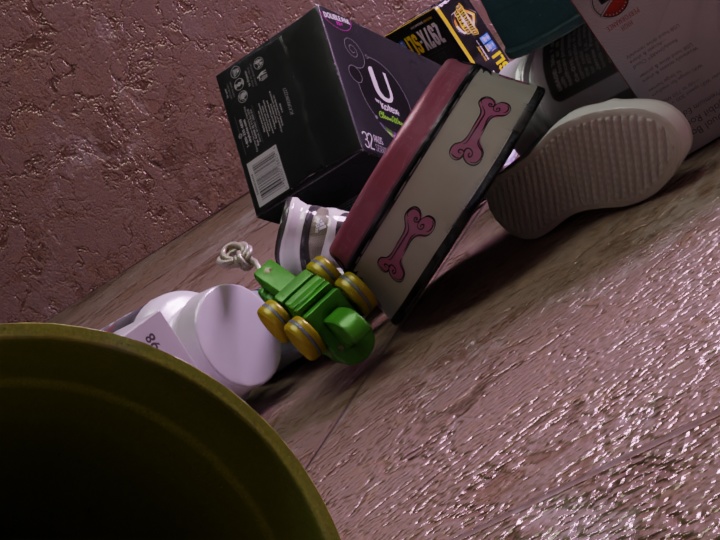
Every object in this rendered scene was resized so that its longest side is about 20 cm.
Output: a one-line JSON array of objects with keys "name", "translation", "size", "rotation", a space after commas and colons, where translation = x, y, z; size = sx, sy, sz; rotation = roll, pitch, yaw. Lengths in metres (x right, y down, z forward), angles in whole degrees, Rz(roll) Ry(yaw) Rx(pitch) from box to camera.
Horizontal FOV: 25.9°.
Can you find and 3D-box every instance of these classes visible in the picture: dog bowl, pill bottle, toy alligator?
[{"name": "dog bowl", "translation": [0.050, -0.064, 1.125], "size": [0.201, 0.074, 0.200], "rotation": [-58, 0, 1]}, {"name": "pill bottle", "translation": [0.203, -0.154, 1.169], "size": [0.200, 0.114, 0.114], "rotation": [-26, 11, 44]}, {"name": "toy alligator", "translation": [-0.039, 0.027, 1.105], "size": [0.059, 0.054, 0.200], "rotation": [-41, 32, -14]}, {"name": "pill bottle", "translation": [-0.154, 0.081, 1.220], "size": [0.200, 0.111, 0.111], "rotation": [-27, 11, 42]}]

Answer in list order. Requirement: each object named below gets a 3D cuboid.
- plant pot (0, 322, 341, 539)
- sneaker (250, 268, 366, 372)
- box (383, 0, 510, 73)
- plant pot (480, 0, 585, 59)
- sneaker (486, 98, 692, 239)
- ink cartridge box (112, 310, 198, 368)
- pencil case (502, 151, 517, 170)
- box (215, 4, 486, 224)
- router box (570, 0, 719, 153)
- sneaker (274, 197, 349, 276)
[{"name": "plant pot", "translation": [-0.124, 0.142, 0.541], "size": [0.200, 0.201, 0.193], "rotation": [-38, -3, -27]}, {"name": "sneaker", "translation": [-0.051, 0.042, 1.248], "size": [0.071, 0.073, 0.200], "rotation": [-15, 2, -28]}, {"name": "box", "translation": [0.116, -0.245, 1.899], "size": [0.049, 0.160, 0.200], "rotation": [-35, 9, -15]}, {"name": "plant pot", "translation": [0.139, -0.287, 1.127], "size": [0.200, 0.188, 0.200], "rotation": [-34, 10, 7]}, {"name": "sneaker", "translation": [0.163, -0.085, 1.065], "size": [0.082, 0.074, 0.200], "rotation": [-44, 12, -29]}, {"name": "ink cartridge box", "translation": [-0.157, 0.104, 1.085], "size": [0.067, 0.116, 0.200], "rotation": [-38, 9, -37]}, {"name": "pencil case", "translation": [0.059, -0.105, 1.544], "size": [0.200, 0.091, 0.083], "rotation": [-29, 9, 36]}, {"name": "box", "translation": [-0.005, -0.117, 1.380], "size": [0.124, 0.149, 0.200], "rotation": [-30, -25, 29]}, {"name": "router box", "translation": [0.244, -0.198, 1.009], "size": [0.200, 0.180, 0.049], "rotation": [-32, 24, 18]}, {"name": "sneaker", "translation": [0.000, 0.000, 1.298], "size": [0.201, 0.115, 0.076], "rotation": [67, -146, -75]}]
